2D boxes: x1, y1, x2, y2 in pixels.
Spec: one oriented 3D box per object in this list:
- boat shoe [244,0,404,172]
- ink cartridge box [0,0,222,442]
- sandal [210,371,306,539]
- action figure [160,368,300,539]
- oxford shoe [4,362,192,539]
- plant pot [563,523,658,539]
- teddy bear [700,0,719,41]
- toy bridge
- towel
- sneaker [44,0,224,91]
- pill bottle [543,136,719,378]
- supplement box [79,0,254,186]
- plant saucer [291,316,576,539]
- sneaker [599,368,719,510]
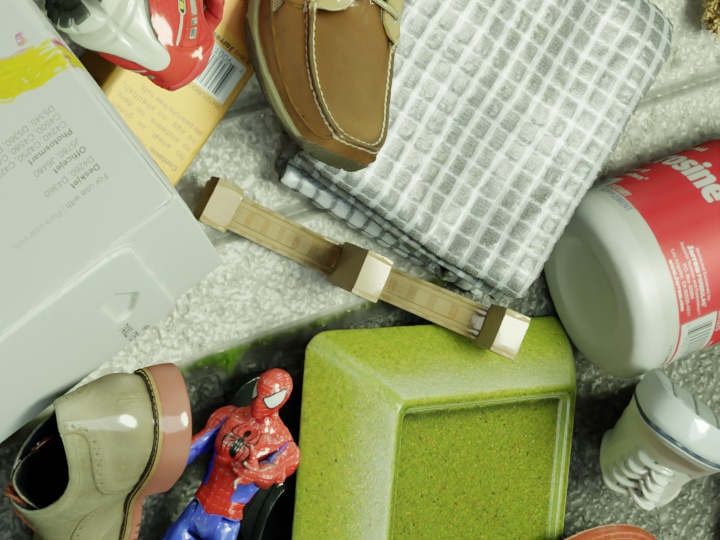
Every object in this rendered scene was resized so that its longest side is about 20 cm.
[{"bbox_3d":[-0.012,-0.150,0.969,0.075,0.074,0.202,16,55,-38],"label":"boat shoe"},{"bbox_3d":[-0.184,-0.048,0.869,0.146,0.147,0.200,-38,79,-4],"label":"ink cartridge box"},{"bbox_3d":[-0.041,0.157,1.078,0.075,0.048,0.202,-7,102,-23],"label":"sandal"},{"bbox_3d":[-0.093,0.142,1.012,0.201,0.065,0.099,-64,159,5],"label":"action figure"},{"bbox_3d":[-0.147,0.108,0.961,0.074,0.071,0.200,-3,145,-27],"label":"oxford shoe"},{"bbox_3d":[0.174,0.281,1.082,0.200,0.195,0.202,-22,129,-31],"label":"plant pot"},{"bbox_3d":[0.270,-0.184,1.156,0.200,0.067,0.145,37,93,-31],"label":"teddy bear"},{"bbox_3d":[0.000,0.000,1.055,0.199,0.067,0.027,24,89,-15],"label":"toy bridge"},{"bbox_3d":[0.064,-0.099,1.060,0.165,0.085,0.201,32,86,-25],"label":"towel"},{"bbox_3d":[-0.105,-0.143,0.920,0.085,0.201,0.077,37,113,-25],"label":"sneaker"},{"bbox_3d":[0.216,-0.021,1.127,0.199,0.112,0.113,-21,107,-20],"label":"pill bottle"},{"bbox_3d":[-0.128,-0.067,0.990,0.069,0.066,0.201,40,83,-26],"label":"supplement box"},{"bbox_3d":[0.053,0.133,1.088,0.199,0.048,0.202,-2,101,-39],"label":"plant saucer"},{"bbox_3d":[0.175,0.105,1.095,0.073,0.200,0.071,37,90,11],"label":"sneaker"}]
